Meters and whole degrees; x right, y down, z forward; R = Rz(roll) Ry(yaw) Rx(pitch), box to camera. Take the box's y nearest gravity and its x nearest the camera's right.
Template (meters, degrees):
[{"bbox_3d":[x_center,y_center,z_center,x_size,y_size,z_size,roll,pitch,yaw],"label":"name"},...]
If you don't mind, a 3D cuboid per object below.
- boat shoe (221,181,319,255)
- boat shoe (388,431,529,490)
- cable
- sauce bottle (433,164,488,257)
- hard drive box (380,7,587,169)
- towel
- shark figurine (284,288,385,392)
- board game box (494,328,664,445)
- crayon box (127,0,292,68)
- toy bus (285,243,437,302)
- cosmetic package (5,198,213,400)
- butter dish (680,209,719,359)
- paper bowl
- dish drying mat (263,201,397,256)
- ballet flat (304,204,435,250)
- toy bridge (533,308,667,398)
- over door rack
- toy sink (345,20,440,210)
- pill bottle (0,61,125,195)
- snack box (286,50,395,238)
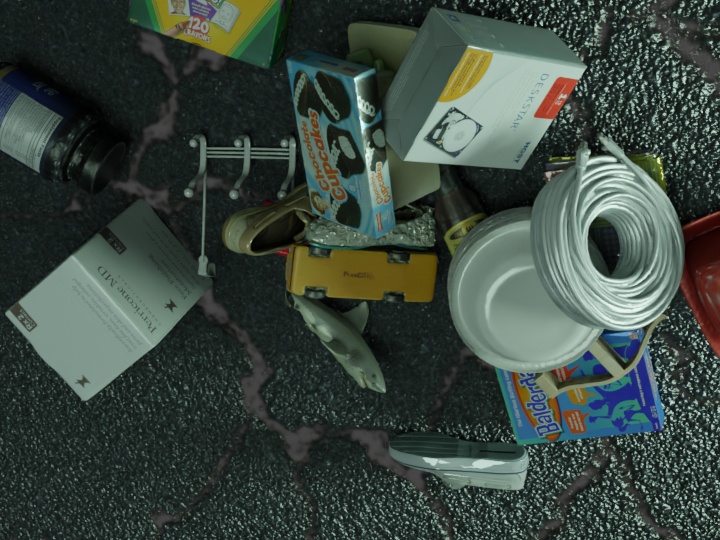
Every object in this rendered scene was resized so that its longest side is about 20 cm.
[{"bbox_3d":[-0.077,-0.061,1.460,0.064,0.199,0.072,26,132,46],"label":"boat shoe"},{"bbox_3d":[0.137,0.279,1.619,0.199,0.074,0.067,5,114,16],"label":"boat shoe"},{"bbox_3d":[0.284,-0.030,1.324,0.200,0.201,0.069,36,158,-20],"label":"cable"},{"bbox_3d":[0.134,-0.052,1.462,0.066,0.066,0.201,-20,109,26],"label":"sauce bottle"},{"bbox_3d":[0.136,-0.203,1.309,0.077,0.199,0.156,54,129,34],"label":"hard drive box"},{"bbox_3d":[0.314,-0.054,1.424,0.143,0.023,0.201,-7,114,21],"label":"towel"},{"bbox_3d":[-0.033,0.062,1.569,0.089,0.128,0.215,-41,110,-6],"label":"shark figurine"},{"bbox_3d":[0.287,0.148,1.520,0.199,0.045,0.153,-10,111,24],"label":"board game box"},{"bbox_3d":[-0.185,-0.344,1.431,0.199,0.058,0.119,20,120,9],"label":"crayon box"},{"bbox_3d":[0.000,0.000,1.467,0.199,0.078,0.066,4,100,-20],"label":"toy bus"},{"bbox_3d":[-0.344,0.038,1.593,0.165,0.200,0.165,-36,101,30],"label":"cosmetic package"},{"bbox_3d":[0.475,0.027,1.334,0.199,0.148,0.200,-23,106,26],"label":"butter dish"},{"bbox_3d":[0.207,0.031,1.401,0.199,0.104,0.202,1,111,1],"label":"paper bowl"},{"bbox_3d":[-0.040,-0.038,1.555,0.199,0.018,0.077,14,115,13],"label":"dish drying mat"},{"bbox_3d":[0.015,-0.064,1.448,0.072,0.199,0.072,0,90,52],"label":"ballet flat"},{"bbox_3d":[0.310,0.107,1.450,0.067,0.027,0.200,45,120,-6],"label":"toy bridge"},{"bbox_3d":[-0.156,-0.080,1.530,0.147,0.067,0.201,3,105,18],"label":"over door rack"},{"bbox_3d":[0.006,-0.186,1.384,0.130,0.112,0.201,19,126,44],"label":"toy sink"},{"bbox_3d":[-0.427,-0.189,1.561,0.199,0.112,0.112,31,121,2],"label":"pill bottle"},{"bbox_3d":[-0.022,-0.145,1.318,0.116,0.037,0.201,24,133,42],"label":"snack box"}]
